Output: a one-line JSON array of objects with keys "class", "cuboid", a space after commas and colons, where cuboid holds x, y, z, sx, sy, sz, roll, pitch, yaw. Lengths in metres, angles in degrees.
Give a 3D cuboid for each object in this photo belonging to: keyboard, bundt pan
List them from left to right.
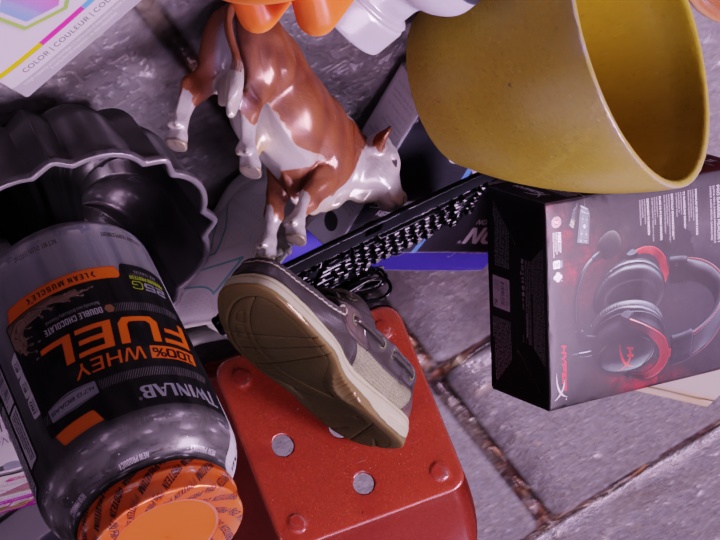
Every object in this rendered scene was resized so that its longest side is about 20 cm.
[{"class": "bundt pan", "cuboid": [-0.195, -0.027, 1.493, 0.201, 0.076, 0.202, -19, 146, -14]}, {"class": "keyboard", "cuboid": [0.000, 0.000, 1.564, 0.199, 0.040, 0.104, -25, 170, -24]}]

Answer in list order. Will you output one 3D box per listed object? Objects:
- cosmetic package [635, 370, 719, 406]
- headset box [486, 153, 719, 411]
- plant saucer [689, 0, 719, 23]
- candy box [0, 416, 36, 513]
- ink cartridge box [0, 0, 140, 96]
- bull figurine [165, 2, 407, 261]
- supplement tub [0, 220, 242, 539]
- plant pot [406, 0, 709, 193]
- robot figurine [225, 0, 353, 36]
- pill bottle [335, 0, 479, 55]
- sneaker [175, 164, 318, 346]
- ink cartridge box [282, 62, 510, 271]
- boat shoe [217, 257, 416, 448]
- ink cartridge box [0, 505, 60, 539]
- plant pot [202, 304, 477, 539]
[{"class": "cosmetic package", "cuboid": [0.209, 0.033, 1.841, 0.199, 0.104, 0.073, 14, 128, -44]}, {"class": "headset box", "cuboid": [0.190, 0.002, 1.683, 0.199, 0.075, 0.149, -11, 107, -30]}, {"class": "plant saucer", "cuboid": [0.294, -0.246, 1.594, 0.199, 0.038, 0.201, -18, 145, -13]}, {"class": "candy box", "cuboid": [-0.236, 0.119, 1.604, 0.136, 0.061, 0.200, -13, 170, -22]}, {"class": "ink cartridge box", "cuboid": [-0.213, -0.179, 1.295, 0.104, 0.059, 0.200, -38, 145, 15]}, {"class": "bull figurine", "cuboid": [-0.044, -0.080, 1.498, 0.065, 0.122, 0.200, -6, 140, 36]}, {"class": "supplement tub", "cuboid": [-0.149, 0.079, 1.419, 0.122, 0.200, 0.123, -20, 146, -14]}, {"class": "plant pot", "cuboid": [0.113, -0.132, 1.504, 0.141, 0.201, 0.200, -15, 154, 28]}, {"class": "robot figurine", "cuboid": [-0.054, -0.223, 1.283, 0.116, 0.144, 0.201, -26, 127, -13]}, {"class": "pill bottle", "cuboid": [0.057, -0.219, 1.392, 0.200, 0.112, 0.112, -40, 145, 16]}, {"class": "sneaker", "cuboid": [-0.083, 0.000, 1.607, 0.200, 0.080, 0.070, -40, 144, 9]}, {"class": "ink cartridge box", "cuboid": [0.068, -0.056, 1.677, 0.197, 0.043, 0.200, 0, 138, -38]}, {"class": "boat shoe", "cuboid": [-0.023, 0.042, 1.513, 0.071, 0.066, 0.201, 0, 148, 33]}, {"class": "ink cartridge box", "cuboid": [-0.276, 0.244, 1.828, 0.200, 0.039, 0.099, -36, 146, 12]}, {"class": "plant pot", "cuboid": [-0.027, 0.127, 1.664, 0.199, 0.201, 0.176, -18, 165, -16]}]
